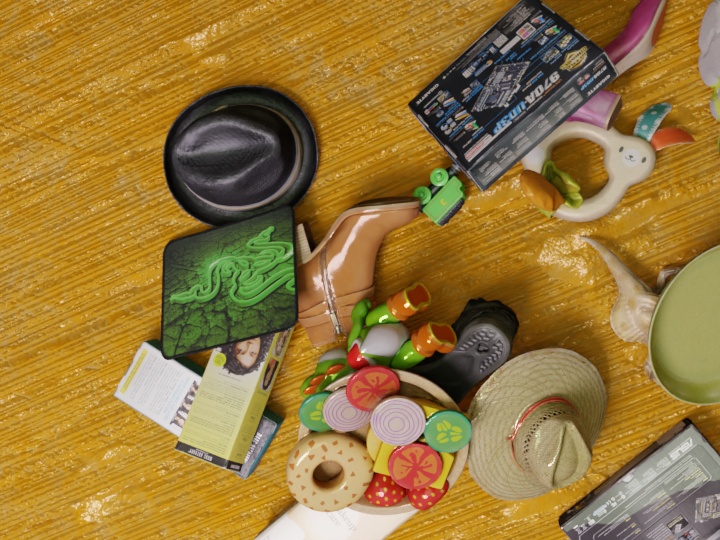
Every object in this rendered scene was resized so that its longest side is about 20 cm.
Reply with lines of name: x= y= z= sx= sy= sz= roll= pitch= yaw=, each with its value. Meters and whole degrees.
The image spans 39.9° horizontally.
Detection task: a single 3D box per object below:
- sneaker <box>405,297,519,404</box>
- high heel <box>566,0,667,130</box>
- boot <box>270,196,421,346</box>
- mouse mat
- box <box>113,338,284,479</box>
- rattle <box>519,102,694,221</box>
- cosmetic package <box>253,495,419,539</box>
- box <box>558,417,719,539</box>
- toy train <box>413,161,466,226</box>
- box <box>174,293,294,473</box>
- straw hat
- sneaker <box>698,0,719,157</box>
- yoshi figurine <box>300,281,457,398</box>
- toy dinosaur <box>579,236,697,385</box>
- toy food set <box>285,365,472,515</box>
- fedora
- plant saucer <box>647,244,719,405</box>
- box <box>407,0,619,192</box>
sneaker: x=0.117 y=0.104 z=1.192 sx=0.076 sy=0.114 sz=0.199 roll=45 pitch=125 yaw=1
high heel: x=0.285 y=-0.260 z=1.157 sx=0.096 sy=0.067 sz=0.200 roll=25 pitch=85 yaw=22
boot: x=0.000 y=0.000 z=1.203 sx=0.200 sy=0.074 sz=0.155 roll=-17 pitch=96 yaw=20
mouse mat: x=-0.162 y=0.015 z=1.202 sx=0.200 sy=0.008 sz=0.161 roll=-15 pitch=64 yaw=23
box: x=-0.202 y=0.172 z=1.247 sx=0.200 sy=0.049 sz=0.082 roll=31 pitch=95 yaw=7
rattle: x=0.281 y=-0.136 z=1.127 sx=0.200 sy=0.143 sz=0.130 roll=-15 pitch=70 yaw=15
cosmetic package: x=-0.020 y=0.299 z=1.210 sx=0.200 sy=0.071 sz=0.105 roll=-42 pitch=85 yaw=7
box: x=0.360 y=0.297 z=1.165 sx=0.200 sy=0.048 sz=0.158 roll=-41 pitch=86 yaw=8
toy train: x=0.143 y=-0.135 z=1.189 sx=0.200 sy=0.042 sz=0.056 roll=-46 pitch=73 yaw=7
box: x=-0.147 y=0.134 z=1.187 sx=0.075 sy=0.050 sz=0.200 roll=15 pitch=79 yaw=20
straw hat: x=0.218 y=0.196 z=1.122 sx=0.201 sy=0.085 sz=0.202 roll=-7 pitch=113 yaw=-17
sneaker: x=0.454 y=-0.217 z=1.136 sx=0.105 sy=0.076 sz=0.200 roll=-10 pitch=97 yaw=-3
yoshi figurine: x=0.018 y=0.100 z=1.158 sx=0.200 sy=0.113 sz=0.112 roll=-37 pitch=119 yaw=27
toy dinosaur: x=0.336 y=0.035 z=1.159 sx=0.101 sy=0.058 sz=0.200 roll=-24 pitch=87 yaw=10
toy food set: x=0.023 y=0.195 z=1.110 sx=0.200 sy=0.049 sz=0.198 roll=15 pitch=113 yaw=-4
fedora: x=-0.156 y=-0.141 z=1.211 sx=0.200 sy=0.092 sz=0.201 roll=0 pitch=92 yaw=9
plant saucer: x=0.406 y=0.057 z=1.123 sx=0.200 sy=0.031 sz=0.200 roll=-6 pitch=111 yaw=-17
box: x=0.169 y=-0.208 z=1.140 sx=0.200 sy=0.046 sz=0.159 roll=-42 pitch=45 yaw=8
